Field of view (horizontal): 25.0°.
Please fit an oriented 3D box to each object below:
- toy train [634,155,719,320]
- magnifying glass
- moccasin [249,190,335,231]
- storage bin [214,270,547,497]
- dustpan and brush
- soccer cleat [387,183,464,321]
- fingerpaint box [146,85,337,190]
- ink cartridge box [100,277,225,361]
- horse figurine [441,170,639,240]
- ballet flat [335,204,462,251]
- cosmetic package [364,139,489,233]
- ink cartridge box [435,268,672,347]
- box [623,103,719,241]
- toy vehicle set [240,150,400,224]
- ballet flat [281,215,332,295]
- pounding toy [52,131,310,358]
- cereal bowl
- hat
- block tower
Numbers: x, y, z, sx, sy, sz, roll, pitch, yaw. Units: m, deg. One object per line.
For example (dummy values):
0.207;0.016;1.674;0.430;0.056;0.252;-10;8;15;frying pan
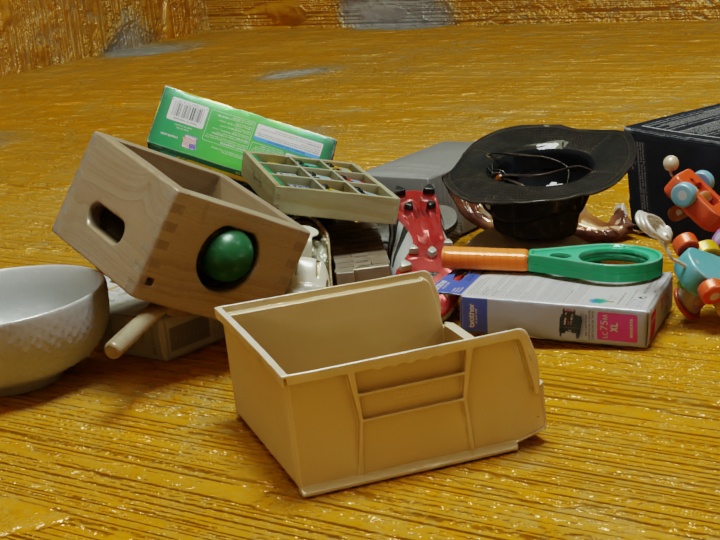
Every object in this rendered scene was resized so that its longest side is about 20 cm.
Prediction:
0.301;-0.022;1.469;0.150;0.056;0.200;44;31;7;toy train
0.173;-0.010;1.468;0.199;0.023;0.080;0;15;9;magnifying glass
-0.102;-0.041;1.662;0.199;0.081;0.068;-3;27;-40;moccasin
0.012;0.077;1.231;0.197;0.094;0.200;-11;15;-16;storage bin
0.156;-0.017;1.638;0.139;0.058;0.200;-4;21;-7;dustpan and brush
0.060;-0.002;1.579;0.068;0.086;0.200;-3;38;-6;soccer cleat
-0.135;-0.121;1.833;0.199;0.074;0.167;18;-13;-1;fingerpaint box
-0.180;0.030;1.584;0.176;0.045;0.200;7;19;40;ink cartridge box
0.188;-0.069;1.762;0.199;0.050;0.133;-2;42;-11;horse figurine
0.012;-0.029;1.748;0.199;0.046;0.068;-10;45;5;ballet flat
0.091;-0.091;1.864;0.106;0.091;0.200;5;15;37;cosmetic package
0.170;0.027;1.447;0.199;0.042;0.119;7;18;20;ink cartridge box
0.416;-0.102;1.695;0.199;0.124;0.198;-15;16;-25;box
-0.045;-0.085;1.642;0.124;0.027;0.200;5;13;-15;toy vehicle set
-0.056;0.006;1.500;0.070;0.066;0.200;1;28;-8;ballet flat
-0.166;-0.011;1.425;0.184;0.143;0.200;17;12;-42;pounding toy
-0.320;0.060;1.450;0.199;0.084;0.200;-5;14;1;cereal bowl
0.181;-0.076;1.597;0.199;0.081;0.201;-8;24;4;hat
0.000;0.000;1.609;0.057;0.054;0.200;-7;15;0;block tower
